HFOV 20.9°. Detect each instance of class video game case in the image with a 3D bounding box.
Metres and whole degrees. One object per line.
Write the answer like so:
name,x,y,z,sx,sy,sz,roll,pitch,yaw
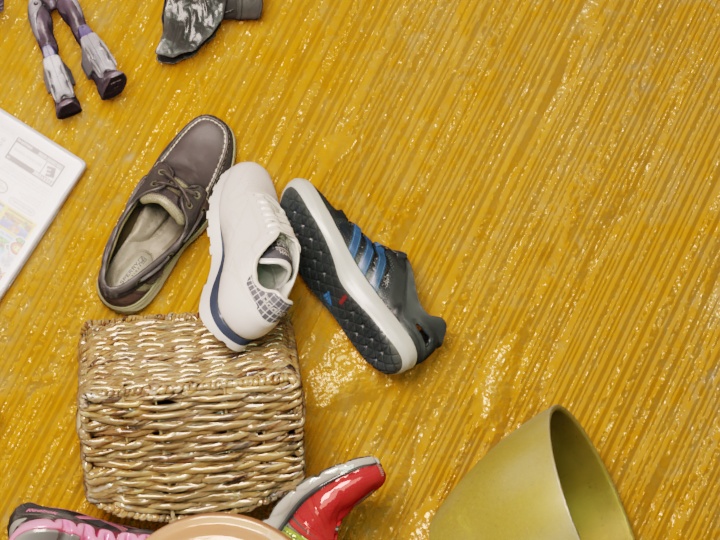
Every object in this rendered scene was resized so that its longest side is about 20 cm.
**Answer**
video game case,-0.378,-0.073,1.756,0.199,0.023,0.183,32,80,0

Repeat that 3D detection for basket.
basket,-0.148,0.128,1.723,0.199,0.149,0.144,-5,115,-5

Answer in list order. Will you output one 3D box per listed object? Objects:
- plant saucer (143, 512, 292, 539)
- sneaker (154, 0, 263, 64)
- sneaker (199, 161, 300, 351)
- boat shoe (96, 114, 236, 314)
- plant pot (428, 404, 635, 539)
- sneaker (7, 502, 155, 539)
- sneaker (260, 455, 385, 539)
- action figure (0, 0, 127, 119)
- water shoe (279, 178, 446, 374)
plant saucer,-0.120,0.304,1.628,0.199,0.032,0.202,0,89,3
sneaker,-0.146,-0.293,1.789,0.103,0.060,0.201,-5,85,-10
sneaker,-0.086,-0.023,1.706,0.076,0.080,0.201,30,41,-32
boat shoe,-0.171,-0.053,1.747,0.073,0.065,0.201,26,79,1
plant pot,0.144,0.235,1.682,0.141,0.200,0.201,-24,83,17
sneaker,-0.218,0.244,1.693,0.199,0.095,0.079,21,96,-25
sneaker,-0.046,0.243,1.680,0.200,0.077,0.085,-43,68,1
action figure,-0.280,-0.243,1.768,0.130,0.069,0.201,-25,81,-3
water shoe,0.000,0.000,1.763,0.079,0.071,0.201,-27,82,-36
